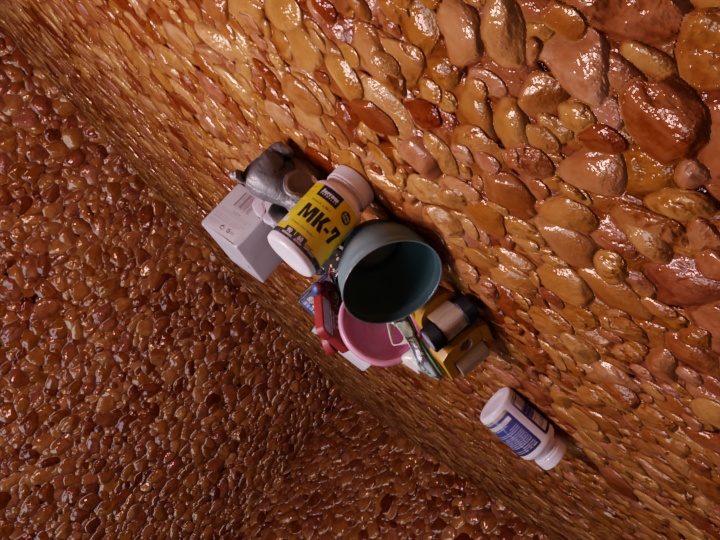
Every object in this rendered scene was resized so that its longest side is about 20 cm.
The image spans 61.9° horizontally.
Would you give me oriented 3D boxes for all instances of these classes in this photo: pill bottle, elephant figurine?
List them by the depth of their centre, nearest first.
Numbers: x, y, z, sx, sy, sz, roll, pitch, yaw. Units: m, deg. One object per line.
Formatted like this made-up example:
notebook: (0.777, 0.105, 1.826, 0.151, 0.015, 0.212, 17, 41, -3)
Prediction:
pill bottle: (-0.071, -0.097, 1.140, 0.114, 0.200, 0.114, 37, 165, 12)
elephant figurine: (-0.134, -0.156, 1.231, 0.200, 0.155, 0.142, 47, 176, 12)
pill bottle: (0.404, 0.393, 1.483, 0.200, 0.111, 0.111, 41, 164, 2)

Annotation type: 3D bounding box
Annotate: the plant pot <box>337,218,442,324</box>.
plant pot: (0.040, -0.015, 1.164, 0.201, 0.199, 0.135, 56, -176, -43)

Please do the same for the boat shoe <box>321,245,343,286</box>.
boat shoe: (-0.043, -0.004, 1.356, 0.200, 0.063, 0.074, 30, 141, 23)

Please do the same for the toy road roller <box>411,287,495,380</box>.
toy road roller: (0.183, 0.118, 1.275, 0.146, 0.123, 0.201, 46, 172, 48)

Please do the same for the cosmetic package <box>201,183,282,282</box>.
cosmetic package: (-0.321, -0.109, 1.769, 0.167, 0.167, 0.200, 31, 163, 31)

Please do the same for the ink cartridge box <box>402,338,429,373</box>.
ink cartridge box: (0.096, 0.136, 1.501, 0.199, 0.125, 0.129, 31, 161, 33)

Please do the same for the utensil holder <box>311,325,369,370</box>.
utensil holder: (-0.021, 0.183, 1.833, 0.200, 0.170, 0.170, 41, 164, -3)

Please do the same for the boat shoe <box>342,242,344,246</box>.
boat shoe: (-0.042, -0.043, 1.486, 0.200, 0.072, 0.072, 45, 140, -3)

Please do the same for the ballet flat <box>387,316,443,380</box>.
ballet flat: (0.107, 0.161, 1.311, 0.201, 0.074, 0.074, 62, 172, 20)

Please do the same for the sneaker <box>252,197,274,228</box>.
sneaker: (-0.208, -0.120, 1.634, 0.199, 0.075, 0.115, 33, 160, 16)

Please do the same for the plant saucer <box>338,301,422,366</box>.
plant saucer: (0.043, 0.125, 1.372, 0.200, 0.201, 0.051, 39, 151, 6)

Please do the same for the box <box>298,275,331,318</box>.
box: (-0.052, 0.097, 1.695, 0.200, 0.157, 0.051, 46, -169, -14)

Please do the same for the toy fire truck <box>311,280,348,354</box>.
toy fire truck: (-0.069, 0.110, 1.553, 0.168, 0.111, 0.202, 50, -154, -47)

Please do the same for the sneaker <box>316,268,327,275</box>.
sneaker: (-0.045, -0.010, 1.568, 0.199, 0.082, 0.073, 27, 141, -9)
